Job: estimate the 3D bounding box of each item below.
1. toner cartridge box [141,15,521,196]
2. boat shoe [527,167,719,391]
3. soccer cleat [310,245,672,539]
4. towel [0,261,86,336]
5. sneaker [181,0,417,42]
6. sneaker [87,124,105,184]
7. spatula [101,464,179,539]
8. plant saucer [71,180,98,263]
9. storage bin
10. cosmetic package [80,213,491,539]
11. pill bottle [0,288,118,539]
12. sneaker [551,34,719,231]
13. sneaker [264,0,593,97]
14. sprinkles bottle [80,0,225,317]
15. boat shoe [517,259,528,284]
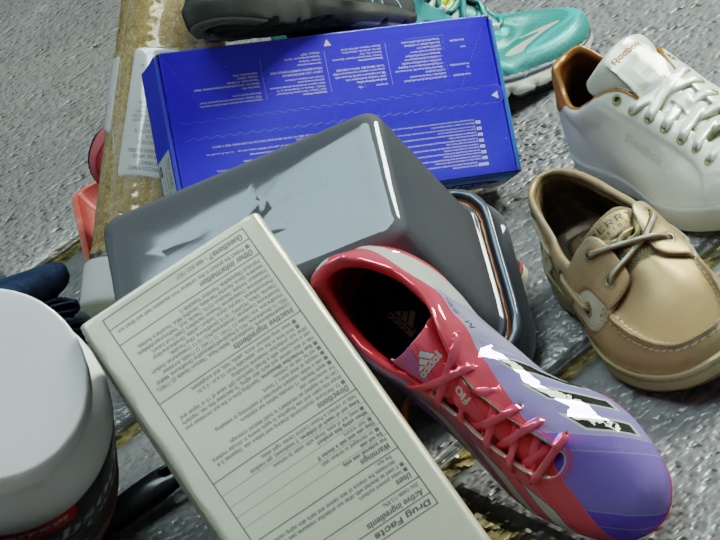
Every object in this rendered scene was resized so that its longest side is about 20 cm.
[{"bbox_3d":[-0.016,-0.083,1.686,0.200,0.095,0.043,-8,-8,-17],"label":"toner cartridge box"},{"bbox_3d":[0.133,0.002,1.509,0.071,0.065,0.200,-33,26,-9],"label":"boat shoe"},{"bbox_3d":[0.058,0.058,1.388,0.200,0.076,0.067,42,104,26],"label":"soccer cleat"},{"bbox_3d":[-0.254,0.050,1.752,0.112,0.049,0.200,-16,7,31],"label":"towel"},{"bbox_3d":[-0.030,-0.169,1.695,0.075,0.079,0.200,-12,-7,29],"label":"sneaker"},{"bbox_3d":[-0.086,-0.073,1.769,0.200,0.074,0.087,-13,32,29],"label":"sneaker"},{"bbox_3d":[-0.176,0.155,1.585,0.200,0.021,0.057,-30,32,-6],"label":"spatula"},{"bbox_3d":[-0.073,-0.042,1.823,0.200,0.037,0.200,-28,26,2],"label":"plant saucer"},{"bbox_3d":[-0.030,0.017,1.527,0.200,0.134,0.146,-22,54,13],"label":"storage bin"},{"bbox_3d":[-0.032,0.085,1.386,0.105,0.071,0.200,-32,68,-6],"label":"cosmetic package"},{"bbox_3d":[-0.178,0.083,1.474,0.116,0.116,0.200,-35,-13,-13],"label":"pill bottle"},{"bbox_3d":[0.165,-0.078,1.602,0.073,0.085,0.200,-38,29,-22],"label":"sneaker"},{"bbox_3d":[0.042,-0.145,1.810,0.200,0.080,0.078,-2,25,-2],"label":"sneaker"},{"bbox_3d":[-0.115,-0.069,1.715,0.068,0.068,0.200,-6,71,38],"label":"sprinkles bottle"},{"bbox_3d":[0.000,0.000,1.648,0.200,0.063,0.071,-2,34,40],"label":"boat shoe"}]
